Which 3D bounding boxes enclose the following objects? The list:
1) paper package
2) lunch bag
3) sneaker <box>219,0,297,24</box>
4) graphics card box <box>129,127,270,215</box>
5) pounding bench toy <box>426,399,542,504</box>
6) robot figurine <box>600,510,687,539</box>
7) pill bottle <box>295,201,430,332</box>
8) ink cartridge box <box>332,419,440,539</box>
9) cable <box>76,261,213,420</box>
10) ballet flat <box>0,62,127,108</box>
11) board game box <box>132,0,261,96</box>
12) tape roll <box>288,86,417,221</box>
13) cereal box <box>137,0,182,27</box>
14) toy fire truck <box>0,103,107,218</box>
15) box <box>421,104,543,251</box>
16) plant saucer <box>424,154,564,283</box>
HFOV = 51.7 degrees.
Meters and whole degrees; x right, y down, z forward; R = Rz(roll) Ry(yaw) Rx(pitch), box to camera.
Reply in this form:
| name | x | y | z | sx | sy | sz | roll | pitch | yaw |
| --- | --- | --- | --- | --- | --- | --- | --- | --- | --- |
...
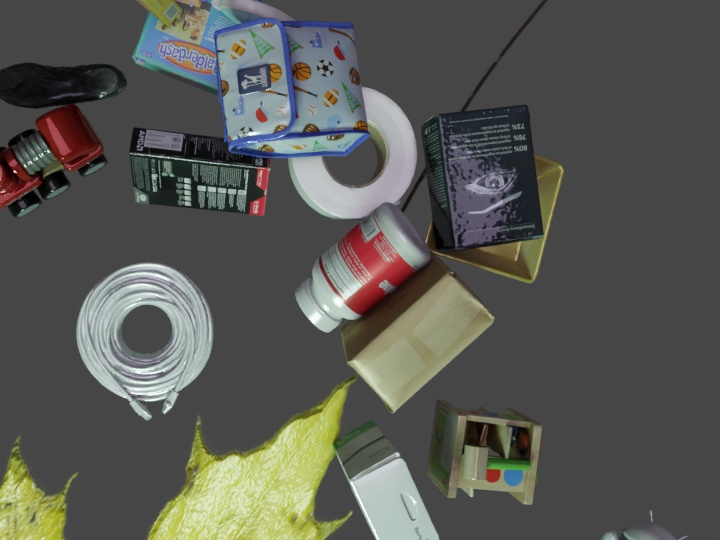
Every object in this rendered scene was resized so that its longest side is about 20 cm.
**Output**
| name | x | y | z | sx | sy | sz | roll | pitch | yaw |
| --- | --- | --- | --- | --- | --- | --- | --- | --- | --- |
| paper package | 0.078 | 0.082 | 1.107 | 0.200 | 0.191 | 0.104 | -43 | 101 | 4 |
| lunch bag | -0.099 | -0.250 | 1.032 | 0.196 | 0.124 | 0.174 | -5 | 82 | -23 |
| sneaker | -0.128 | -0.338 | 1.113 | 0.198 | 0.074 | 0.083 | 21 | 92 | -32 |
| graphics card box | -0.234 | -0.142 | 1.094 | 0.196 | 0.126 | 0.052 | 4 | 61 | -10 |
| pounding bench toy | 0.207 | 0.286 | 1.143 | 0.153 | 0.200 | 0.127 | 8 | 89 | -9 |
| robot figurine | 0.463 | 0.506 | 1.235 | 0.168 | 0.113 | 0.202 | 34 | 85 | -2 |
| pill bottle | 0.000 | 0.000 | 1.125 | 0.199 | 0.112 | 0.113 | -39 | 97 | 15 |
| ink cartridge box | 0.033 | 0.326 | 1.111 | 0.083 | 0.200 | 0.148 | -26 | 95 | -8 |
| cable | -0.318 | 0.091 | 1.112 | 0.199 | 0.069 | 0.201 | 40 | 83 | -8 |
| ballet flat | -0.445 | -0.270 | 1.099 | 0.196 | 0.057 | 0.068 | -2 | 90 | -3 |
| board game box | -0.240 | -0.385 | 1.131 | 0.150 | 0.045 | 0.203 | 20 | 87 | -10 |
| tape roll | -0.013 | -0.179 | 1.162 | 0.198 | 0.071 | 0.207 | 0 | 90 | -11 |
| cereal box | -0.352 | -0.438 | 1.034 | 0.199 | 0.144 | 0.040 | 41 | 92 | 10 |
| toy fire truck | -0.460 | -0.172 | 1.015 | 0.175 | 0.200 | 0.130 | -33 | 97 | -8 |
| box | 0.183 | -0.137 | 1.133 | 0.145 | 0.104 | 0.204 | -7 | 92 | -10 |
| plant saucer | 0.213 | -0.102 | 1.215 | 0.197 | 0.048 | 0.204 | 16 | 87 | -10 |
